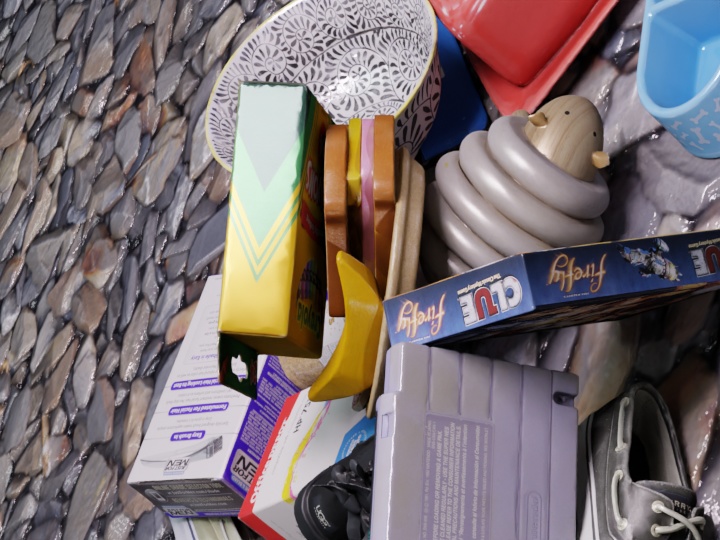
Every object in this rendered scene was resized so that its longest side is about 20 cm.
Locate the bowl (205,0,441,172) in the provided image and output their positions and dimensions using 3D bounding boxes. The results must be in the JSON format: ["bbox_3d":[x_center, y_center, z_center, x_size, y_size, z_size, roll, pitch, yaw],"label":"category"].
[{"bbox_3d":[-0.011,-0.119,1.515,0.199,0.094,0.202,-20,44,20],"label":"bowl"}]

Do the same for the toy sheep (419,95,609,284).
[{"bbox_3d":[0.101,-0.035,1.371,0.201,0.137,0.138,-59,31,20],"label":"toy sheep"}]

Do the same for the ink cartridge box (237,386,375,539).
[{"bbox_3d":[-0.017,0.141,1.473,0.199,0.067,0.117,-29,31,47],"label":"ink cartridge box"}]

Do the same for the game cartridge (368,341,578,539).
[{"bbox_3d":[0.066,0.150,1.177,0.038,0.128,0.202,138,139,-64],"label":"game cartridge"}]

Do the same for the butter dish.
[{"bbox_3d":[0.104,-0.249,1.484,0.201,0.147,0.200,-53,33,23],"label":"butter dish"}]

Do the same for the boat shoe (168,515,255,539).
[{"bbox_3d":[-0.122,0.199,1.645,0.062,0.072,0.201,-32,43,8],"label":"boat shoe"}]

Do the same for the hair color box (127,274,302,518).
[{"bbox_3d":[-0.101,0.098,1.609,0.109,0.065,0.201,-7,50,40],"label":"hair color box"}]

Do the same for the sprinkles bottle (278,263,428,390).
[{"bbox_3d":[0.016,0.040,1.512,0.199,0.068,0.069,-25,50,50],"label":"sprinkles bottle"}]

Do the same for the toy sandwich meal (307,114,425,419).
[{"bbox_3d":[0.000,0.000,1.349,0.205,0.069,0.208,-173,90,-89],"label":"toy sandwich meal"}]

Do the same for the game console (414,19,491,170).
[{"bbox_3d":[0.026,-0.105,1.641,0.169,0.119,0.201,-25,43,7],"label":"game console"}]

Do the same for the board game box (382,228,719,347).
[{"bbox_3d":[0.132,0.011,1.223,0.135,0.199,0.035,-20,79,51],"label":"board game box"}]

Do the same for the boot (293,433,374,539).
[{"bbox_3d":[0.053,0.113,1.294,0.197,0.074,0.162,-32,-2,-28],"label":"boot"}]

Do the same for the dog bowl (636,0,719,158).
[{"bbox_3d":[0.236,-0.177,1.322,0.111,0.049,0.202,-18,55,52],"label":"dog bowl"}]

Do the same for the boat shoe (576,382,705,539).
[{"bbox_3d":[0.171,0.153,1.190,0.064,0.070,0.201,-46,35,34],"label":"boat shoe"}]

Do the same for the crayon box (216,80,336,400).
[{"bbox_3d":[-0.055,-0.016,1.347,0.127,0.050,0.202,41,-127,-78],"label":"crayon box"}]
